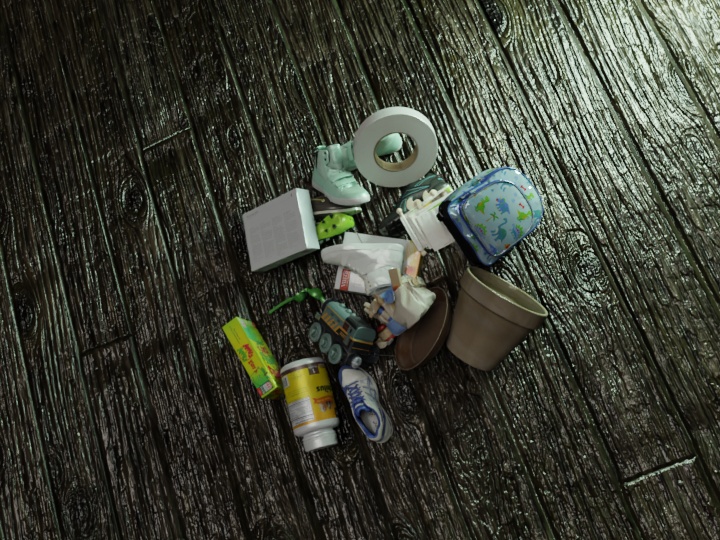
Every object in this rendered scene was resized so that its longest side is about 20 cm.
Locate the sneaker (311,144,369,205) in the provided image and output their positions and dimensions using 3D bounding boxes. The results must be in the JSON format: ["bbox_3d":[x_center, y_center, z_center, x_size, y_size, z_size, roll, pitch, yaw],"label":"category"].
[{"bbox_3d":[-0.051,-0.232,1.655,0.200,0.073,0.119,32,130,43],"label":"sneaker"}]

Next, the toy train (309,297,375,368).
[{"bbox_3d":[-0.043,0.142,1.600,0.200,0.085,0.114,40,108,52],"label":"toy train"}]

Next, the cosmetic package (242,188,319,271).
[{"bbox_3d":[-0.198,-0.096,1.709,0.199,0.052,0.152,-19,78,37],"label":"cosmetic package"}]

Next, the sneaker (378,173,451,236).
[{"bbox_3d":[0.122,-0.157,1.671,0.199,0.075,0.079,-35,58,-1],"label":"sneaker"}]

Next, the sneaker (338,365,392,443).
[{"bbox_3d":[0.008,0.297,1.589,0.075,0.088,0.201,-36,70,8],"label":"sneaker"}]

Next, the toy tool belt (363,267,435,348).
[{"bbox_3d":[0.069,0.077,1.568,0.123,0.200,0.125,45,49,0],"label":"toy tool belt"}]

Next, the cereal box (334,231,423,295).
[{"bbox_3d":[0.046,-0.009,1.668,0.199,0.040,0.145,8,81,17],"label":"cereal box"}]

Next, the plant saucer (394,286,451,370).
[{"bbox_3d":[0.146,0.135,1.554,0.037,0.200,0.201,27,86,-20],"label":"plant saucer"}]

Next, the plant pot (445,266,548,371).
[{"bbox_3d":[0.277,0.115,1.510,0.199,0.200,0.174,33,104,20],"label":"plant pot"}]

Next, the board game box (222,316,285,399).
[{"bbox_3d":[-0.247,0.212,1.673,0.048,0.102,0.200,-36,71,5],"label":"board game box"}]

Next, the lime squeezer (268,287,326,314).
[{"bbox_3d":[-0.132,0.076,1.711,0.199,0.038,0.071,2,110,16],"label":"lime squeezer"}]

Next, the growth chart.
[{"bbox_3d":[0.195,-0.125,1.618,0.199,0.018,0.145,-23,94,-1],"label":"growth chart"}]

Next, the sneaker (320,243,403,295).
[{"bbox_3d":[0.000,0.000,1.621,0.199,0.074,0.116,-1,76,16],"label":"sneaker"}]

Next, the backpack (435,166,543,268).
[{"bbox_3d":[0.301,-0.128,1.545,0.200,0.147,0.183,-38,100,-10],"label":"backpack"}]

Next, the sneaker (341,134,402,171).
[{"bbox_3d":[-0.005,-0.309,1.707,0.199,0.118,0.074,-19,73,11],"label":"sneaker"}]

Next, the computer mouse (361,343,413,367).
[{"bbox_3d":[0.051,0.198,1.626,0.199,0.034,0.059,3,78,16],"label":"computer mouse"}]

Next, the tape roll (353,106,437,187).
[{"bbox_3d":[0.081,-0.288,1.642,0.202,0.203,0.037,-20,40,11],"label":"tape roll"}]

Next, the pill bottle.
[{"bbox_3d":[-0.113,0.310,1.609,0.109,0.109,0.201,-19,74,11],"label":"pill bottle"}]

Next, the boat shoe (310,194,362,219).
[{"bbox_3d":[-0.094,-0.159,1.725,0.200,0.072,0.061,-5,81,18],"label":"boat shoe"}]

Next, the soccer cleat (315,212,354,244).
[{"bbox_3d":[-0.103,-0.088,1.718,0.199,0.081,0.068,-21,75,33],"label":"soccer cleat"}]
